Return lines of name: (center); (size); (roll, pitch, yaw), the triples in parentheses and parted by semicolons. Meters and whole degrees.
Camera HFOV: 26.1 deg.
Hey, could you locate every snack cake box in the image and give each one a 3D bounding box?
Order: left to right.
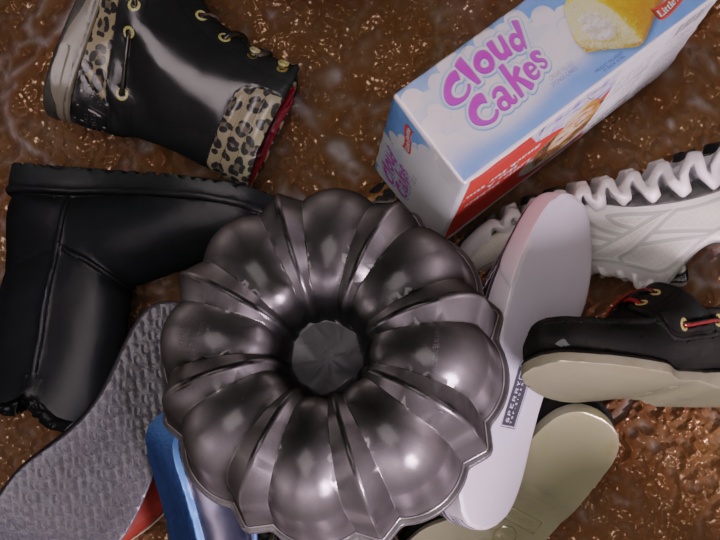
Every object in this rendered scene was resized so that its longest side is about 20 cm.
snack cake box: (0.108, -0.112, 0.921); (0.199, 0.115, 0.067); (-37, 82, -14)

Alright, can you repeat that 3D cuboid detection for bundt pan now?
bundt pan: (-0.018, 0.046, 0.835); (0.199, 0.076, 0.205); (-1, 74, 5)

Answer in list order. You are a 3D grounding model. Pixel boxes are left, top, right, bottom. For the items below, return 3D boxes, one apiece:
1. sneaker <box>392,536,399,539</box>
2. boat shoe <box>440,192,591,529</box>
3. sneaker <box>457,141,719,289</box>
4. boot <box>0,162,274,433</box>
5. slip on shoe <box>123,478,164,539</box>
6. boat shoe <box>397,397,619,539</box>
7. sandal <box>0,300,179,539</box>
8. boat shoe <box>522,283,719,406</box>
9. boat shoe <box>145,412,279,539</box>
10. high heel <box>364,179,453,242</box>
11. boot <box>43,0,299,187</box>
sneaker: (-0.018, 0.167, 0.915); (0.075, 0.071, 0.201); (-23, 106, 25)
boat shoe: (0.077, 0.048, 0.915); (0.067, 0.071, 0.203); (14, 87, 46)
sneaker: (0.159, -0.022, 0.960); (0.197, 0.075, 0.082); (-14, 93, 8)
boot: (-0.149, 0.023, 0.998); (0.197, 0.076, 0.171); (5, 85, 14)
slip on shoe: (-0.195, 0.172, 0.994); (0.199, 0.061, 0.074); (-31, 114, 9)
boat shoe: (0.079, 0.147, 0.967); (0.073, 0.063, 0.202); (35, 107, -20)
sandal: (-0.154, 0.111, 0.951); (0.076, 0.043, 0.201); (39, 83, -7)
boat shoe: (0.163, 0.043, 0.897); (0.073, 0.200, 0.064); (-19, 72, 45)
boat shoe: (-0.074, 0.167, 0.948); (0.068, 0.202, 0.084); (-25, 41, -25)
high heel: (0.000, 0.000, 0.943); (0.071, 0.143, 0.201); (35, 92, 11)
boot: (-0.102, -0.167, 1.010); (0.152, 0.073, 0.206); (24, 90, 5)
